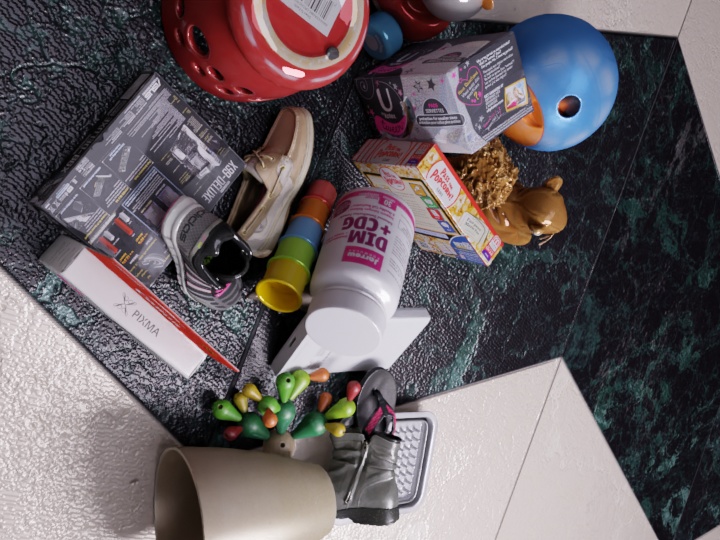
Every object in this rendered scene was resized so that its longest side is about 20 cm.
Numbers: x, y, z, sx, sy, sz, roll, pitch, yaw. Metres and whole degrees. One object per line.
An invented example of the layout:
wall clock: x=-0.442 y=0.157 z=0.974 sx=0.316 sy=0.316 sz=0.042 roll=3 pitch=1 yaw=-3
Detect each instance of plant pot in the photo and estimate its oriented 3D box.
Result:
plant pot: x=-0.105 y=-0.294 z=0.858 sx=0.199 sy=0.182 sz=0.202 roll=-10 pitch=108 yaw=-33
plant pot: x=-0.138 y=0.306 z=0.952 sx=0.199 sy=0.187 sz=0.189 roll=-1 pitch=101 yaw=-33

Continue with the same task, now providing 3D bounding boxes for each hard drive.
hard drive: x=-0.012 y=0.100 z=1.062 sx=0.199 sy=0.027 sz=0.132 roll=2 pitch=139 yaw=-37

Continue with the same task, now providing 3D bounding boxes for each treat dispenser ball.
treat dispenser ball: x=0.286 y=-0.283 z=1.134 sx=0.200 sy=0.200 sz=0.203 roll=-9 pitch=105 yaw=-35

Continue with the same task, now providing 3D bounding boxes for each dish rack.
dish rack: x=0.028 y=0.300 z=1.172 sx=0.199 sy=0.043 sz=0.173 roll=5 pitch=96 yaw=-37

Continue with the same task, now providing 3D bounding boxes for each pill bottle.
pill bottle: x=0.000 y=0.000 z=0.945 sx=0.113 sy=0.113 sz=0.201 roll=48 pitch=40 yaw=-33

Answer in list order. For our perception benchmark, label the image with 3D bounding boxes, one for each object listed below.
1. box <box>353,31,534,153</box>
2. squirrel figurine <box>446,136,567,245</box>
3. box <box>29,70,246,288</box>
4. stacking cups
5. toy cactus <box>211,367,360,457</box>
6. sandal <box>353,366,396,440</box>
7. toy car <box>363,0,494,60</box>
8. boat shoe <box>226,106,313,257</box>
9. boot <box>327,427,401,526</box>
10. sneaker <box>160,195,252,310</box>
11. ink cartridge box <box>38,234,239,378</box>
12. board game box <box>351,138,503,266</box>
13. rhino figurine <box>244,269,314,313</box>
box: x=0.107 y=-0.239 z=1.012 sx=0.132 sy=0.199 sz=0.115 roll=-35 pitch=117 yaw=-25
squirrel figurine: x=0.209 y=-0.106 z=1.125 sx=0.200 sy=0.186 sz=0.142 roll=36 pitch=79 yaw=-36
box: x=-0.251 y=-0.103 z=0.871 sx=0.158 sy=0.050 sz=0.201 roll=45 pitch=74 yaw=-35
stacking cups: x=-0.071 y=-0.041 z=0.960 sx=0.061 sy=0.060 sz=0.201 roll=51 pitch=42 yaw=-32
toy cactus: x=-0.101 y=0.215 z=1.023 sx=0.199 sy=0.102 sz=0.166 roll=-5 pitch=121 yaw=-27
sandal: x=0.022 y=0.242 z=1.099 sx=0.075 sy=0.045 sz=0.202 roll=8 pitch=95 yaw=-36
toy car: x=0.100 y=-0.390 z=0.974 sx=0.184 sy=0.199 sz=0.178 roll=-42 pitch=121 yaw=-22
boat shoe: x=-0.119 y=-0.118 z=0.951 sx=0.069 sy=0.073 sz=0.202 roll=17 pitch=90 yaw=-43
boot: x=-0.036 y=0.287 z=1.066 sx=0.068 sy=0.198 sz=0.132 roll=9 pitch=78 yaw=-77
sneaker: x=-0.170 y=-0.002 z=0.892 sx=0.074 sy=0.087 sz=0.200 roll=-49 pitch=155 yaw=-24
ink cartridge box: x=-0.246 y=0.050 z=0.830 sx=0.044 sy=0.173 sz=0.200 roll=-51 pitch=124 yaw=-16
board game box: x=0.095 y=-0.097 z=1.066 sx=0.046 sy=0.151 sz=0.200 roll=-51 pitch=125 yaw=-15
rhino figurine: x=-0.067 y=0.026 z=1.013 sx=0.199 sy=0.087 sz=0.060 roll=-4 pitch=102 yaw=-36
